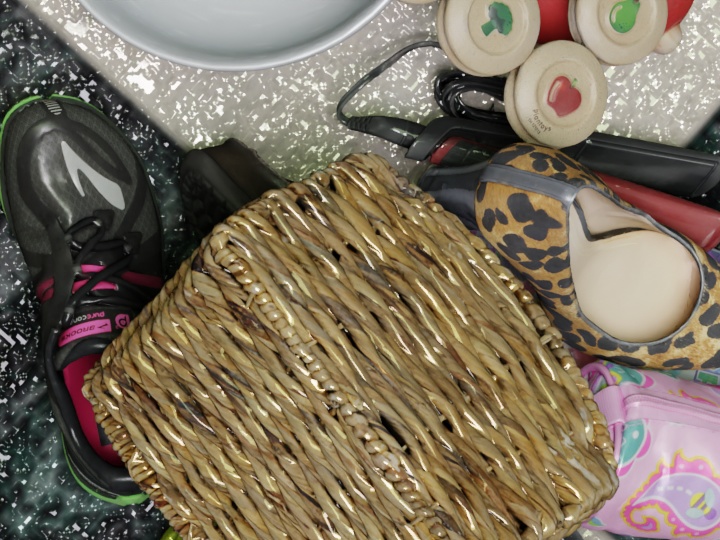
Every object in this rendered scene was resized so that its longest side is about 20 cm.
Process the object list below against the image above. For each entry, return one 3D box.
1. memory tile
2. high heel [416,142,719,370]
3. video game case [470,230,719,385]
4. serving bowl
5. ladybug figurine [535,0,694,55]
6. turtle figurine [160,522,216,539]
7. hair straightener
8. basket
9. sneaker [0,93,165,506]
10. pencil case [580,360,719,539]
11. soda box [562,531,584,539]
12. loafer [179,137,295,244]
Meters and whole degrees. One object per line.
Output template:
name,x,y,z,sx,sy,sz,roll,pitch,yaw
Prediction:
memory tile,0.072,-0.168,1.370,0.200,0.017,0.153,43,76,-22
high heel,0.130,0.002,1.382,0.199,0.142,0.072,26,82,-17
video game case,0.126,0.047,1.489,0.199,0.018,0.144,20,90,-10
serving bowl,-0.053,-0.191,1.407,0.199,0.066,0.201,0,90,9
ladybug figurine,0.092,-0.184,1.440,0.136,0.072,0.200,-44,99,-4
turtle figurine,-0.032,0.181,1.447,0.161,0.064,0.200,37,74,-25
hair straightener,0.085,-0.066,1.465,0.199,0.041,0.077,12,54,-10
basket,-0.001,0.068,1.344,0.143,0.149,0.200,-30,78,-44
sneaker,-0.120,0.013,1.412,0.076,0.084,0.201,-16,96,-9
pencil case,0.195,0.094,1.446,0.199,0.087,0.088,8,92,-16
soda box,0.087,0.175,1.440,0.200,0.071,0.063,53,49,-19
loafer,0.000,0.000,1.439,0.200,0.073,0.071,39,67,-3
